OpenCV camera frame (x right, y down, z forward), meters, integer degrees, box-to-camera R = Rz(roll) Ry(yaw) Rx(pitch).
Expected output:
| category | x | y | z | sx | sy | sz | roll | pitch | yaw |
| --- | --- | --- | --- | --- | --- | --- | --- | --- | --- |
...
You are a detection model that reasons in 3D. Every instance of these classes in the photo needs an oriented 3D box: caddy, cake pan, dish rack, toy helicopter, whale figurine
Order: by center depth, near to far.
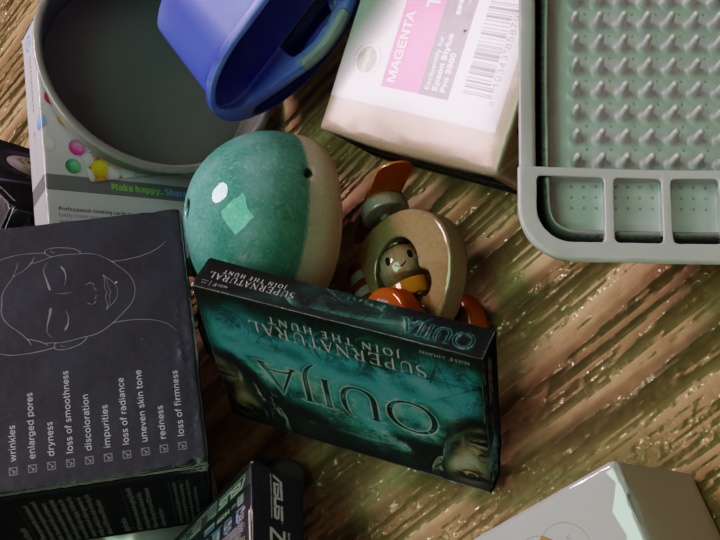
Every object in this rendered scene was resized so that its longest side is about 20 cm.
| category | x | y | z | sx | sy | sz | roll | pitch | yaw |
| --- | --- | --- | --- | --- | --- | --- | --- | --- | --- |
| dish rack | 0.177 | -0.099 | 0.700 | 0.169 | 0.044 | 0.203 | 1 | 78 | 4 |
| toy helicopter | 0.000 | 0.000 | 0.840 | 0.199 | 0.078 | 0.134 | -9 | 80 | 50 |
| whale figurine | -0.089 | -0.014 | 0.851 | 0.200 | 0.102 | 0.161 | -49 | 40 | 48 |
| caddy | -0.054 | -0.202 | 0.879 | 0.105 | 0.141 | 0.200 | 47 | 110 | 16 |
| cake pan | -0.165 | -0.162 | 0.943 | 0.037 | 0.198 | 0.203 | -40 | 54 | 56 |

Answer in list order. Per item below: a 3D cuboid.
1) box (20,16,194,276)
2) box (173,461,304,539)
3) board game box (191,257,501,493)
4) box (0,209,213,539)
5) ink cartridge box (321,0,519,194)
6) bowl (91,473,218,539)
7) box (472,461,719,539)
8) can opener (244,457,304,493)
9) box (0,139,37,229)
| category | x | y | z | sx | sy | sz | roll | pitch | yaw |
| --- | --- | --- | --- | --- | --- | --- | --- | --- | --- |
| box | -0.190 | -0.098 | 0.957 | 0.041 | 0.154 | 0.203 | -37 | 56 | 49 |
| box | -0.107 | 0.248 | 0.781 | 0.200 | 0.049 | 0.162 | -47 | 31 | 32 |
| board game box | -0.006 | 0.069 | 0.760 | 0.197 | 0.136 | 0.028 | 13 | 49 | 22 |
| box | -0.211 | 0.080 | 0.834 | 0.193 | 0.124 | 0.202 | -6 | 62 | -9 |
| ink cartridge box | 0.077 | -0.168 | 0.814 | 0.163 | 0.075 | 0.203 | 18 | 92 | 39 |
| bowl | -0.212 | 0.211 | 0.945 | 0.199 | 0.090 | 0.204 | -10 | 74 | 36 |
| box | 0.117 | 0.224 | 0.668 | 0.199 | 0.106 | 0.154 | -36 | 59 | 27 |
| can opener | -0.082 | 0.236 | 0.847 | 0.053 | 0.066 | 0.203 | -8 | 74 | 47 |
| box | -0.296 | -0.043 | 1.025 | 0.199 | 0.163 | 0.087 | 36 | 102 | 39 |
